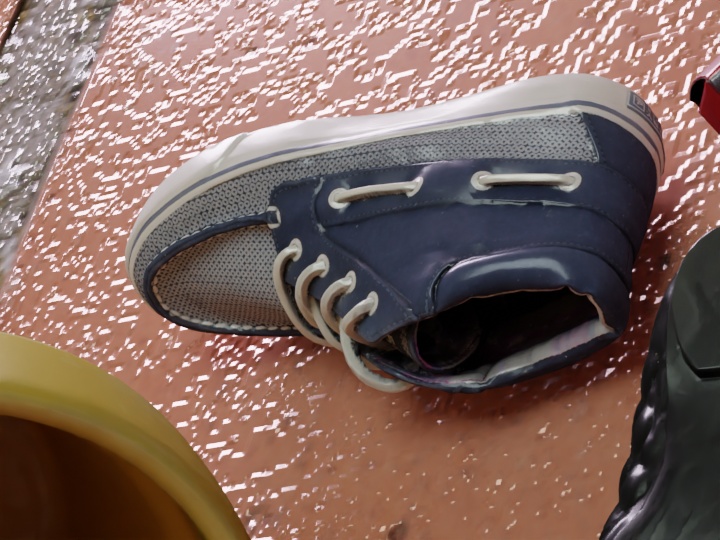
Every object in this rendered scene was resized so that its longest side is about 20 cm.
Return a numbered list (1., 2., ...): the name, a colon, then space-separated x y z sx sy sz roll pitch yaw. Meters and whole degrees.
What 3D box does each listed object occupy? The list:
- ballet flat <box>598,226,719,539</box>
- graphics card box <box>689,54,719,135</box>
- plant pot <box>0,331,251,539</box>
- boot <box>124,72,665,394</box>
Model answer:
1. ballet flat: 0.096 0.080 0.798 0.066 0.057 0.201 4 61 31
2. graphics card box: 0.190 -0.013 0.687 0.125 0.200 0.051 -42 -7 -2
3. plant pot: -0.136 0.102 0.872 0.201 0.201 0.189 -42 21 0
4. boot: 0.000 0.000 0.935 0.199 0.073 0.091 -17 37 30
